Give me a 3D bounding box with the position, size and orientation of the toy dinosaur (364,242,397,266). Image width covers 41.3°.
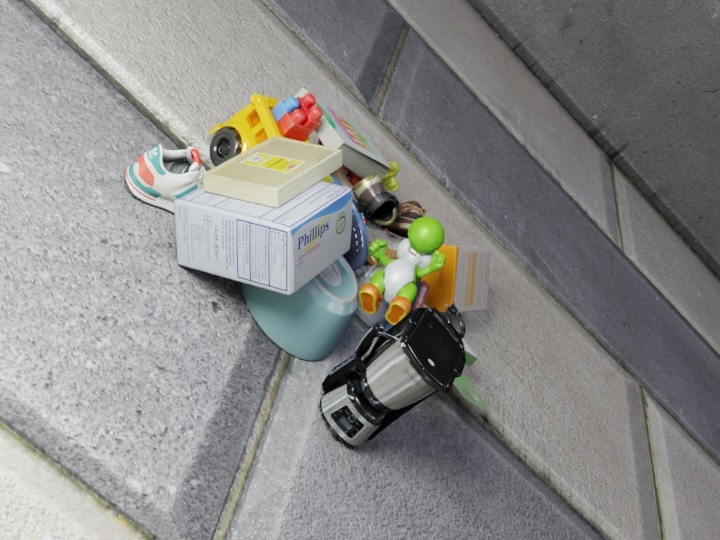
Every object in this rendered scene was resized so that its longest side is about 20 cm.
[{"bbox_3d":[0.016,-0.029,1.709,0.198,0.107,0.060,17,40,25],"label":"toy dinosaur"}]

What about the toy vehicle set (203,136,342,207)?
[{"bbox_3d":[-0.125,-0.149,1.409,0.123,0.027,0.200,14,29,23],"label":"toy vehicle set"}]

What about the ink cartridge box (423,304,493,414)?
[{"bbox_3d":[0.170,0.154,1.699,0.201,0.048,0.145,51,9,32],"label":"ink cartridge box"}]

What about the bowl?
[{"bbox_3d":[-0.079,0.028,1.494,0.200,0.105,0.202,35,34,-28],"label":"bowl"}]

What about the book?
[{"bbox_3d":[-0.034,-0.237,1.692,0.134,0.048,0.199,56,15,21],"label":"book"}]

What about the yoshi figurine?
[{"bbox_3d":[0.078,-0.016,1.543,0.113,0.111,0.201,53,48,-22],"label":"yoshi figurine"}]

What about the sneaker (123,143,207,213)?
[{"bbox_3d":[-0.251,-0.133,1.433,0.198,0.093,0.071,19,42,-45],"label":"sneaker"}]

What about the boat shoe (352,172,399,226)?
[{"bbox_3d":[0.034,-0.108,1.671,0.067,0.071,0.201,61,3,17],"label":"boat shoe"}]

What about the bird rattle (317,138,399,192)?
[{"bbox_3d":[-0.005,-0.174,1.804,0.199,0.113,0.164,29,26,-39],"label":"bird rattle"}]

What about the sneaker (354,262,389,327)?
[{"bbox_3d":[0.000,0.000,1.628,0.200,0.115,0.074,41,34,-17],"label":"sneaker"}]

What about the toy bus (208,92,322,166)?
[{"bbox_3d":[-0.132,-0.194,1.579,0.135,0.191,0.202,8,52,-53],"label":"toy bus"}]

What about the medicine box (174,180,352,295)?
[{"bbox_3d":[-0.138,-0.065,1.385,0.197,0.104,0.182,15,29,23],"label":"medicine box"}]

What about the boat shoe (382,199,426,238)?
[{"bbox_3d":[0.088,-0.102,1.816,0.071,0.073,0.200,24,0,-14],"label":"boat shoe"}]

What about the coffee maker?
[{"bbox_3d":[0.055,0.159,1.441,0.191,0.199,0.136,-8,65,-55],"label":"coffee maker"}]

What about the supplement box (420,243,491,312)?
[{"bbox_3d":[0.184,0.014,1.845,0.199,0.073,0.128,2,93,-63],"label":"supplement box"}]

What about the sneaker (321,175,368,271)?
[{"bbox_3d":[-0.027,-0.081,1.605,0.082,0.073,0.202,33,29,-53],"label":"sneaker"}]

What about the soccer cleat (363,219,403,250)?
[{"bbox_3d":[0.037,-0.041,1.786,0.198,0.078,0.069,25,0,-19],"label":"soccer cleat"}]

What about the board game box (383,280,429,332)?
[{"bbox_3d":[0.061,0.098,1.620,0.019,0.103,0.201,42,30,-9],"label":"board game box"}]
